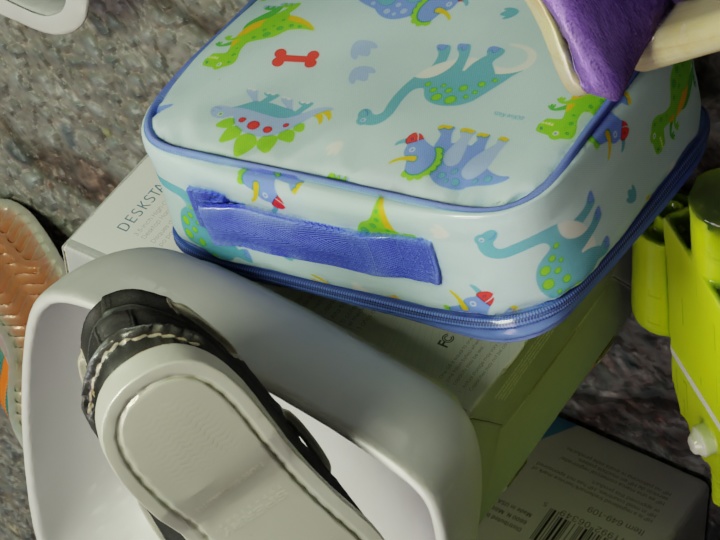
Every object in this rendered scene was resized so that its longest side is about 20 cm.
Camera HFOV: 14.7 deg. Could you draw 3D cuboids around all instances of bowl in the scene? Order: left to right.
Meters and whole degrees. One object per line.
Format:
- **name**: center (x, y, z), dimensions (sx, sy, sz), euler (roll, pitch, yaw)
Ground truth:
- **bowl**: center (-0.036, 0.083, 1.114), dimensions (0.199, 0.075, 0.200), euler (27, 142, 18)

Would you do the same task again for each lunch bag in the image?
- **lunch bag**: center (0.023, -0.053, 1.107), dimensions (0.199, 0.161, 0.083), euler (12, 135, 33)

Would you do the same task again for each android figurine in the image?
- **android figurine**: center (0.162, 0.054, 1.135), dimensions (0.200, 0.041, 0.182), euler (82, 163, -52)

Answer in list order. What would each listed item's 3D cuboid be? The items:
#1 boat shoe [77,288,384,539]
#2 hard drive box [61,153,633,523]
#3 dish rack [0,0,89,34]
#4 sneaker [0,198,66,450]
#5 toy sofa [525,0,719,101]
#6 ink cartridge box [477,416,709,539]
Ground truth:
- **boat shoe**: center (-0.043, 0.086, 1.014), dimensions (0.200, 0.074, 0.060), euler (53, -175, -39)
- **hard drive box**: center (0.000, 0.000, 1.191), dimensions (0.199, 0.156, 0.077), euler (23, 142, 24)
- **dish rack**: center (-0.181, -0.211, 1.226), dimensions (0.171, 0.044, 0.200), euler (26, 143, 20)
- **sneaker**: center (-0.151, 0.055, 1.420), dimensions (0.080, 0.071, 0.200), euler (76, 167, -53)
- **toy sofa**: center (0.082, -0.164, 0.990), dimensions (0.083, 0.098, 0.200), euler (-13, 118, 49)
- **ink cartridge box**: center (0.050, 0.182, 1.302), dimensions (0.146, 0.200, 0.146), euler (23, 142, 22)
